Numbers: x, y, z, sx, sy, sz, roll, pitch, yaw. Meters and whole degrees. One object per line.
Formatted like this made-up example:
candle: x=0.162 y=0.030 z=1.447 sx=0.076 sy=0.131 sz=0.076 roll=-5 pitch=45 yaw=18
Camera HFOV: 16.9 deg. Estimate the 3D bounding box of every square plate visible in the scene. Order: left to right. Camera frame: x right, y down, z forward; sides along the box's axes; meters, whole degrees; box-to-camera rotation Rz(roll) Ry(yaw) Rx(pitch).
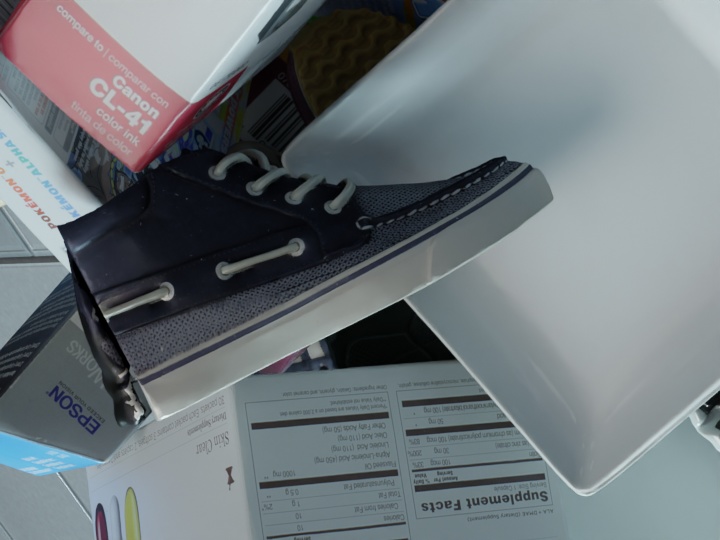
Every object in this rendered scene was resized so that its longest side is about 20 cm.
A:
square plate: x=0.101 y=-0.039 z=1.012 sx=0.198 sy=0.028 sz=0.200 roll=-42 pitch=91 yaw=20

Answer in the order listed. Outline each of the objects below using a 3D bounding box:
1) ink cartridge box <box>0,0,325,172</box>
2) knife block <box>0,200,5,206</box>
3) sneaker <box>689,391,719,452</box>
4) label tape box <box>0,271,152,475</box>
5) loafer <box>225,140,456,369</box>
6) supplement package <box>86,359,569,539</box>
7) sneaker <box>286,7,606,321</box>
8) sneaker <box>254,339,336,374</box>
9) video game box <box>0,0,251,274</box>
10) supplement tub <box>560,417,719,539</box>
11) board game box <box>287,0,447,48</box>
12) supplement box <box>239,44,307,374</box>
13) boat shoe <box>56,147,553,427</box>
ink cartridge box: x=-0.036 y=-0.152 z=0.959 sx=0.086 sy=0.148 sz=0.200 roll=45 pitch=125 yaw=0
knife block: x=-0.195 y=-0.071 z=1.280 sx=0.200 sy=0.176 sz=0.064 roll=20 pitch=152 yaw=40
sneaker: x=0.201 y=0.081 z=1.102 sx=0.200 sy=0.075 sz=0.081 roll=47 pitch=168 yaw=8
label tape box: x=-0.138 y=0.052 z=1.169 sx=0.066 sy=0.200 sz=0.143 roll=42 pitch=162 yaw=-10
loafer: x=0.000 y=0.000 z=1.108 sx=0.200 sy=0.072 sz=0.063 roll=37 pitch=-144 yaw=-54
supplement package: x=-0.021 y=0.117 z=1.122 sx=0.200 sy=0.155 sz=0.111 roll=-32 pitch=65 yaw=61
sneaker: x=0.043 y=-0.034 z=1.100 sx=0.200 sy=0.075 sz=0.090 roll=42 pitch=161 yaw=8
sneaker: x=-0.031 y=0.070 z=1.408 sx=0.200 sy=0.084 sz=0.075 roll=-4 pitch=124 yaw=57
video game box: x=-0.118 y=-0.104 z=1.062 sx=0.047 sy=0.200 sz=0.182 roll=-18 pitch=132 yaw=29
supplement tub: x=0.090 y=0.102 z=1.220 sx=0.132 sy=0.132 sz=0.200 roll=51 pitch=153 yaw=-7
board game box: x=-0.005 y=-0.153 z=1.117 sx=0.200 sy=0.037 sz=0.152 roll=25 pitch=147 yaw=39
supplement box: x=-0.043 y=-0.026 z=1.258 sx=0.110 sy=0.086 sz=0.200 roll=43 pitch=162 yaw=3
boat shoe: x=-0.027 y=-0.020 z=0.976 sx=0.093 sy=0.200 sz=0.075 roll=63 pitch=174 yaw=-2
